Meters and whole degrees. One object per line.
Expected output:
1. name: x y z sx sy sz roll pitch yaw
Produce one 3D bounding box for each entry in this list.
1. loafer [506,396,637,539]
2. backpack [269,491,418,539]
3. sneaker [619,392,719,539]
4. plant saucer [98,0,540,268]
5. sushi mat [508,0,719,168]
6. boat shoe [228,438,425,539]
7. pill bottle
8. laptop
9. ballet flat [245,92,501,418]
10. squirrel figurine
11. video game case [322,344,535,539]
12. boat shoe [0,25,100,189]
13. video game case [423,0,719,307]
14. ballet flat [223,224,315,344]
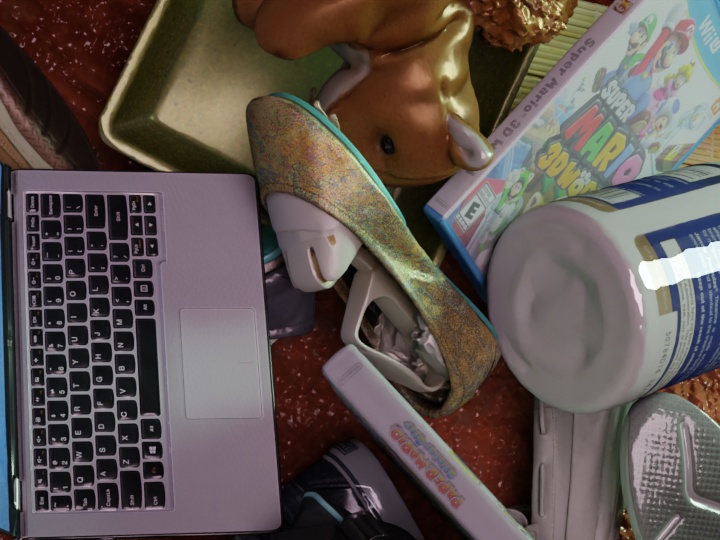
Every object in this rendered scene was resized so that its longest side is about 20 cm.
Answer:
1. loafer: 0.109 0.147 1.091 0.069 0.070 0.201 10 84 18
2. backpack: 0.033 0.222 0.924 0.200 0.175 0.154 38 82 -48
3. sneaker: 0.183 0.149 1.085 0.070 0.080 0.201 -30 114 -9
4. plant saucer: -0.018 -0.113 1.057 0.199 0.048 0.201 27 80 -16
5. sushi mat: 0.168 -0.099 1.135 0.199 0.012 0.096 10 88 -17
6. boat shoe: 0.011 0.197 1.055 0.091 0.071 0.201 -33 94 -12
7. pill bottle: 0.172 0.002 1.062 0.199 0.111 0.112 -15 94 -41
8. laptop: -0.128 0.018 0.891 0.199 0.116 0.188 0 68 -15
9. ballet flat: 0.000 0.000 0.980 0.071 0.071 0.200 -47 120 -13
10. squirrel figurine: 0.037 -0.143 0.983 0.199 0.141 0.188 -21 102 -15
11. video game case: 0.062 0.130 0.968 0.023 0.200 0.182 -42 71 -5
12. boat shoe: -0.216 -0.099 0.992 0.076 0.072 0.200 -37 101 11
13. video game case: 0.128 -0.068 1.061 0.200 0.018 0.143 -47 145 -7
14. ballet flat: -0.113 0.041 1.008 0.199 0.073 0.073 -21 95 -3
